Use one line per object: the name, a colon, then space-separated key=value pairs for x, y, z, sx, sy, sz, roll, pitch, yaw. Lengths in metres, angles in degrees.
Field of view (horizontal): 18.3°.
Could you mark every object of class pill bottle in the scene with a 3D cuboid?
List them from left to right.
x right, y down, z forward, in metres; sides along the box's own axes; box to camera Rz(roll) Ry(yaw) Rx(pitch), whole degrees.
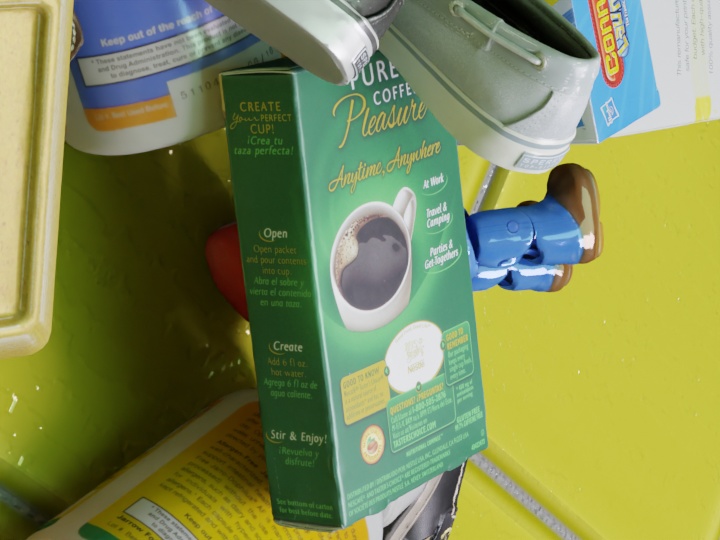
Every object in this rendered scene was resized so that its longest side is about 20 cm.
pill bottle: x=-0.106 y=-0.161 z=0.964 sx=0.112 sy=0.112 sz=0.201 roll=-35 pitch=119 yaw=-40
pill bottle: x=-0.061 y=0.125 z=1.037 sx=0.200 sy=0.112 sz=0.113 roll=-36 pitch=118 yaw=-41

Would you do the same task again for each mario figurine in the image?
mario figurine: x=0.016 y=-0.027 z=1.111 sx=0.199 sy=0.106 sz=0.124 roll=-7 pitch=126 yaw=-25

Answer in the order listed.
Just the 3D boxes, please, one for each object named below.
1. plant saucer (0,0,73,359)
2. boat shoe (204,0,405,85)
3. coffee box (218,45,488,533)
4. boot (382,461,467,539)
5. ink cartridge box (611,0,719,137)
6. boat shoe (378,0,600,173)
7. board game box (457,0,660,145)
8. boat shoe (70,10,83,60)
plant saucer: x=-0.189 y=-0.040 z=0.837 sx=0.199 sy=0.048 sz=0.201 roll=-9 pitch=115 yaw=-35
boat shoe: x=-0.067 y=-0.156 z=0.881 sx=0.200 sy=0.071 sz=0.064 roll=37 pitch=78 yaw=-14
coffee box: x=0.000 y=0.000 z=0.984 sx=0.123 sy=0.044 sz=0.201 roll=-23 pitch=110 yaw=-51
boot: x=0.039 y=0.162 z=1.177 sx=0.150 sy=0.073 sz=0.201 roll=33 pitch=73 yaw=-43
ink cartridge box: x=0.166 y=-0.158 z=1.285 sx=0.200 sy=0.083 sz=0.146 roll=-12 pitch=101 yaw=-47
boat shoe: x=0.031 y=-0.129 z=0.954 sx=0.070 sy=0.201 sz=0.072 roll=-11 pitch=141 yaw=-47
board game box: x=0.027 y=-0.159 z=1.045 sx=0.056 sy=0.199 sz=0.197 roll=-32 pitch=115 yaw=-45
boat shoe: x=-0.189 y=-0.143 z=0.870 sx=0.200 sy=0.074 sz=0.076 roll=40 pitch=66 yaw=-23
